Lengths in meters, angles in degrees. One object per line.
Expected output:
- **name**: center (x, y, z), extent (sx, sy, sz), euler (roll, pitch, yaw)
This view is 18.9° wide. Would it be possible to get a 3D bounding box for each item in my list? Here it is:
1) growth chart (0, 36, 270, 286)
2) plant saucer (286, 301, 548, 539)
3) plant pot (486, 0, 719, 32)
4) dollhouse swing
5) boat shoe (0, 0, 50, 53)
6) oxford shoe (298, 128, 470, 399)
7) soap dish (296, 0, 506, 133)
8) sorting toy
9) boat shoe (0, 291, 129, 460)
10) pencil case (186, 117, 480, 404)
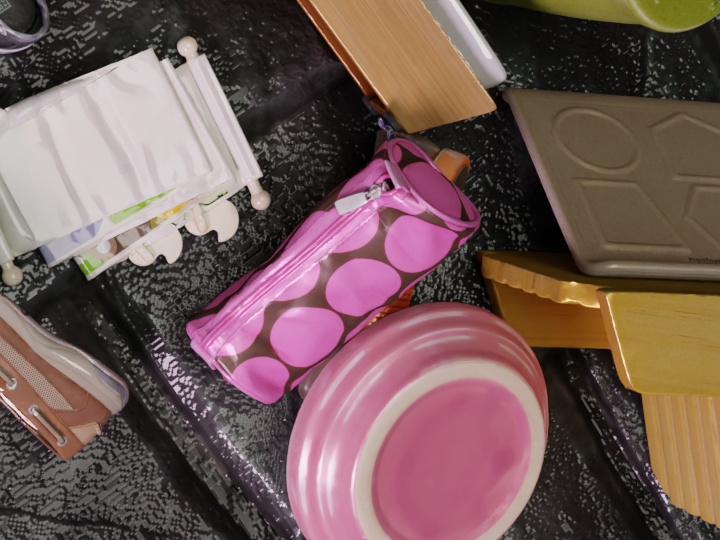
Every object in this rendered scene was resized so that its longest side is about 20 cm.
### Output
- **growth chart**: center (-0.163, -0.067, 1.403), extent (0.200, 0.018, 0.145), euler (-20, 99, -21)
- **plant saucer**: center (0.048, 0.122, 1.441), extent (0.200, 0.051, 0.201), euler (-12, 114, -28)
- **plant pot**: center (0.155, -0.243, 1.396), extent (0.200, 0.193, 0.201), euler (-20, 125, -30)
- **dollhouse swing**: center (0.181, 0.087, 1.451), extent (0.181, 0.200, 0.176), euler (2, 98, -22)
- **boat shoe**: center (-0.262, -0.221, 1.332), extent (0.074, 0.068, 0.199), euler (-35, 103, -18)
- **oxford shoe**: center (0.000, 0.000, 1.456), extent (0.073, 0.071, 0.200), euler (27, 87, 13)
- **soap dish**: center (0.002, -0.182, 1.400), extent (0.081, 0.157, 0.200), euler (-37, 104, 0)
- **sorting toy**: center (0.204, -0.054, 1.478), extent (0.185, 0.200, 0.037), euler (2, 131, -22)
- **boat shoe**: center (-0.238, 0.049, 1.345), extent (0.200, 0.076, 0.072), euler (36, 80, -17)
- **pencil case**: center (-0.023, 0.001, 1.373), extent (0.200, 0.094, 0.091), euler (-44, 76, 20)
